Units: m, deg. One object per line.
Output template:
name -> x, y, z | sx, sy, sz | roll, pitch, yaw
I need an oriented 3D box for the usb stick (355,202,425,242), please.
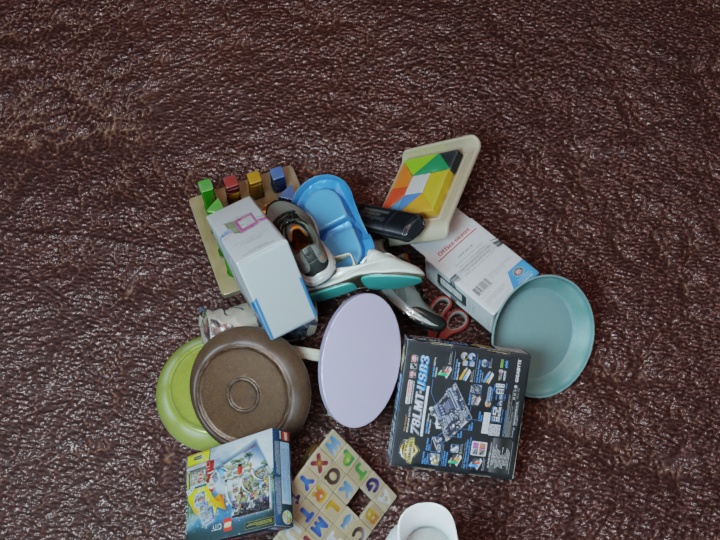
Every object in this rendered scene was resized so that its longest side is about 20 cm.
usb stick -> 0.032, -0.084, 1.495 | 0.056, 0.033, 0.199 | -49, 35, -18

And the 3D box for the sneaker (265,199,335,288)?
sneaker -> -0.100, -0.061, 1.384 | 0.074, 0.080, 0.200 | -32, 44, -5

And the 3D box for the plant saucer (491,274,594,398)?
plant saucer -> 0.291, 0.105, 1.432 | 0.198, 0.036, 0.202 | -3, 98, -22

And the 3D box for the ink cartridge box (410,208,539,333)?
ink cartridge box -> 0.190, -0.005, 1.498 | 0.116, 0.068, 0.200 | -39, 63, -18

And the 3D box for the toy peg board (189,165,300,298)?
toy peg board -> -0.180, -0.088, 1.519 | 0.197, 0.098, 0.201 | -20, 68, -10

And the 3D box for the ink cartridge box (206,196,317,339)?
ink cartridge box -> -0.154, -0.008, 1.352 | 0.084, 0.146, 0.200 | -26, 31, -10

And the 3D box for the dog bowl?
dog bowl -> -0.041, -0.060, 1.455 | 0.111, 0.050, 0.201 | -27, 69, 8

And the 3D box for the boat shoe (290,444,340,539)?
boat shoe -> -0.086, 0.364, 1.338 | 0.068, 0.072, 0.201 | 15, 70, 37

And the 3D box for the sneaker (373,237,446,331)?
sneaker -> 0.073, 0.024, 1.466 | 0.079, 0.074, 0.200 | -46, 70, 2

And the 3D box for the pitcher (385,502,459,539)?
pitcher -> 0.094, 0.428, 1.233 | 0.120, 0.200, 0.173 | -6, 66, -4

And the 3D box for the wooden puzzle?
wooden puzzle -> 0.106, -0.140, 1.520 | 0.184, 0.037, 0.202 | -6, 56, 47

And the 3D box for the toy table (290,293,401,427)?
toy table -> -0.014, 0.138, 1.381 | 0.182, 0.117, 0.202 | 22, 81, -17

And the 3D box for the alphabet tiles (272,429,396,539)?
alphabet tiles -> -0.051, 0.366, 1.306 | 0.200, 0.008, 0.167 | -51, 116, -21

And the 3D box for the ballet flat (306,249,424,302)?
ballet flat -> 0.000, 0.000, 1.370 | 0.198, 0.069, 0.070 | -10, 64, 14

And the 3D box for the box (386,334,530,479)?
box -> 0.151, 0.211, 1.360 | 0.196, 0.050, 0.202 | 7, 94, -4

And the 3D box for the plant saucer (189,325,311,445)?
plant saucer -> -0.175, 0.187, 1.345 | 0.198, 0.034, 0.203 | 1, 95, 12

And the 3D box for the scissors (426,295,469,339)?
scissors -> 0.114, 0.133, 1.473 | 0.073, 0.014, 0.201 | 30, 70, 11

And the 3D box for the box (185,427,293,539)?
box -> -0.182, 0.324, 1.296 | 0.199, 0.038, 0.138 | -24, 60, 36

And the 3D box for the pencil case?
pencil case -> -0.164, 0.082, 1.434 | 0.198, 0.078, 0.090 | -10, 41, -19

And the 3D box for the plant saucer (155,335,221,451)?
plant saucer -> -0.236, 0.191, 1.427 | 0.198, 0.031, 0.202 | 0, 66, -1
